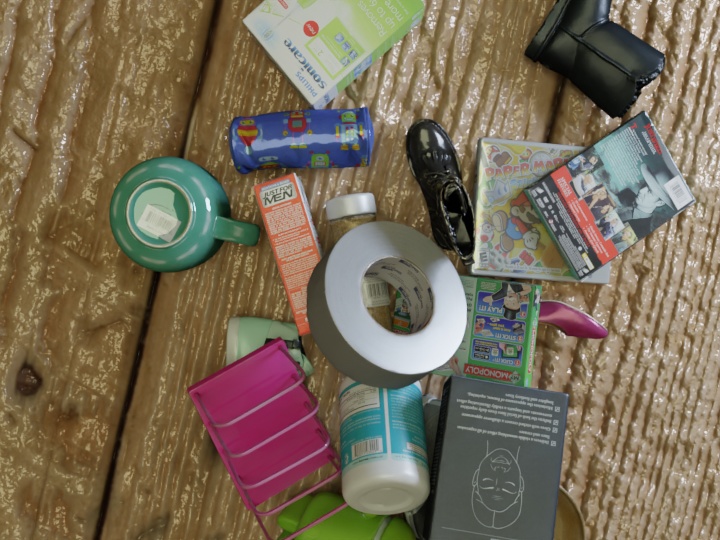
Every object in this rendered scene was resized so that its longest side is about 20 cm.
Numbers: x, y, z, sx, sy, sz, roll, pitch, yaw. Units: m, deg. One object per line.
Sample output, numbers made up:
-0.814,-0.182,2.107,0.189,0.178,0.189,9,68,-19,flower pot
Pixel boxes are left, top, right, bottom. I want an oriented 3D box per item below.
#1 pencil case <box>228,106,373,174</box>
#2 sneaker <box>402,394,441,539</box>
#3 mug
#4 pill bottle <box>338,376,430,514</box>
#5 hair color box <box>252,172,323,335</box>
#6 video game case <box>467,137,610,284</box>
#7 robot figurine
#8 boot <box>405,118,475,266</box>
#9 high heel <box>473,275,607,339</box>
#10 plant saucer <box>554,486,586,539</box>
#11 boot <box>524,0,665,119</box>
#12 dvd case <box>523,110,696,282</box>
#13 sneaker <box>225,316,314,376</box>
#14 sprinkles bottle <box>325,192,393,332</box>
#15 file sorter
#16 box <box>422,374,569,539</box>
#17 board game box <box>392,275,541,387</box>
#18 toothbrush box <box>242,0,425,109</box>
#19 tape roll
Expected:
-0.080,-0.171,1.287,0.197,0.087,0.079,-4,55,0,pencil case
0.118,0.271,1.275,0.114,0.075,0.203,1,92,39,sneaker
-0.240,-0.079,1.272,0.183,0.114,0.154,-19,91,1,mug
0.028,0.197,1.221,0.109,0.111,0.202,-3,53,1,pill bottle
-0.081,-0.021,1.275,0.063,0.111,0.203,-16,91,1,hair color box
0.248,-0.079,1.300,0.197,0.023,0.185,4,91,-8,video game case
-0.013,0.365,1.268,0.198,0.116,0.178,15,111,18,robot figurine
0.112,-0.108,1.238,0.068,0.174,0.202,-17,91,1,boot
0.227,0.081,1.291,0.198,0.067,0.097,20,82,5,high heel
0.197,0.353,1.268,0.197,0.035,0.203,-1,103,-4,plant saucer
0.338,-0.324,1.278,0.167,0.076,0.201,33,98,3,boot
0.337,-0.100,1.292,0.199,0.022,0.147,-34,97,-5,dvd case
-0.122,0.165,1.298,0.116,0.074,0.203,1,91,1,sneaker
0.000,0.000,1.291,0.067,0.068,0.203,-9,88,1,sprinkles bottle
-0.106,0.220,1.222,0.138,0.125,0.202,-28,116,-14,file sorter
0.164,0.243,1.177,0.146,0.107,0.203,9,77,2,box
0.135,0.075,1.270,0.198,0.029,0.137,8,93,30,board game box
-0.034,-0.335,1.279,0.199,0.086,0.146,-40,91,3,toothbrush box
0.033,0.043,1.197,0.198,0.066,0.203,11,63,-22,tape roll
